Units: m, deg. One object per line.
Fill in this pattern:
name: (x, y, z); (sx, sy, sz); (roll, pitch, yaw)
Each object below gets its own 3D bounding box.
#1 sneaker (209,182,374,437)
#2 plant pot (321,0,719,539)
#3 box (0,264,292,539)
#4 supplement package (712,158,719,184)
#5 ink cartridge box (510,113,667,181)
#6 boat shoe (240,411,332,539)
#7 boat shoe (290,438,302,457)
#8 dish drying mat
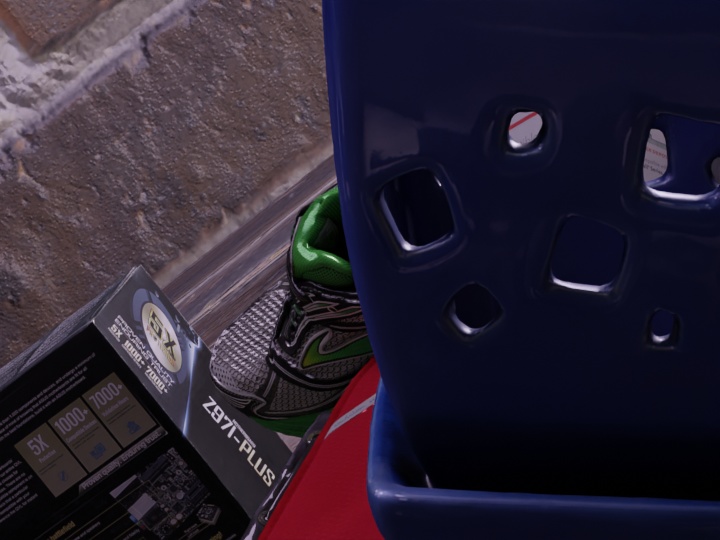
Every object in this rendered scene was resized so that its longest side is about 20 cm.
sneaker: (0.000, 0.000, 0.952); (0.200, 0.085, 0.078); (-35, 45, 48)
plant pot: (0.090, -0.013, 0.742); (0.199, 0.180, 0.200); (1, 12, 2)
box: (-0.136, 0.126, 1.236); (0.200, 0.164, 0.086); (-37, 8, 20)
supplement package: (0.203, -0.089, 1.103); (0.114, 0.110, 0.200); (-33, 9, 39)
ink cartridge box: (0.067, -0.003, 0.998); (0.117, 0.067, 0.200); (-32, 47, 43)
boat shoe: (-0.036, 0.131, 0.886); (0.201, 0.066, 0.072); (-55, -29, -27)
boat shoe: (-0.007, 0.119, 1.031); (0.200, 0.075, 0.068); (-52, 33, -8)
dish drying mat: (-0.002, 0.080, 0.832); (0.077, 0.018, 0.200); (-14, 26, 32)
